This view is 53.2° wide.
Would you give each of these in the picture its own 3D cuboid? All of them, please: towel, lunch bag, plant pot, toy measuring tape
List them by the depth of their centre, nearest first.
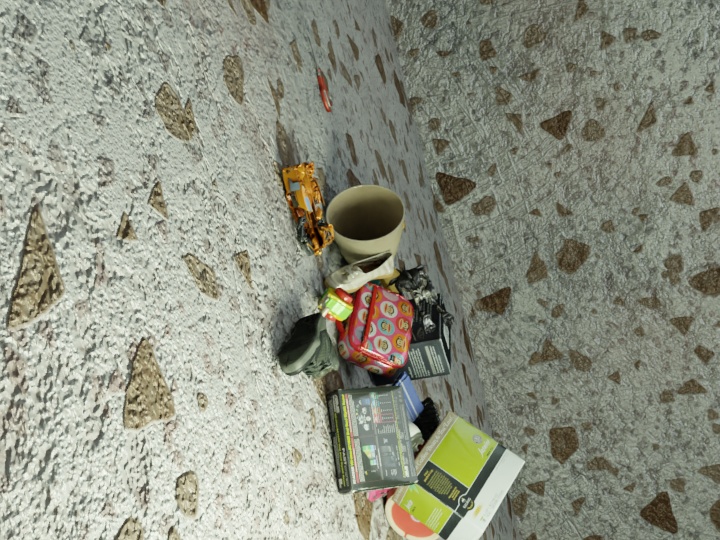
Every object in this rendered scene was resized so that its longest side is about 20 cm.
[{"bbox_3d":[-0.050,0.079,1.488,0.200,0.073,0.074,-91,165,-81],"label":"toy measuring tape"},{"bbox_3d":[0.055,0.329,1.563,0.200,0.024,0.145,-45,134,-20],"label":"towel"},{"bbox_3d":[0.026,0.128,1.633,0.176,0.082,0.200,25,48,-15],"label":"lunch bag"},{"bbox_3d":[0.151,0.522,1.682,0.177,0.200,0.201,-46,122,-61],"label":"plant pot"},{"bbox_3d":[0.020,-0.074,1.764,0.200,0.187,0.188,82,6,-49],"label":"plant pot"}]

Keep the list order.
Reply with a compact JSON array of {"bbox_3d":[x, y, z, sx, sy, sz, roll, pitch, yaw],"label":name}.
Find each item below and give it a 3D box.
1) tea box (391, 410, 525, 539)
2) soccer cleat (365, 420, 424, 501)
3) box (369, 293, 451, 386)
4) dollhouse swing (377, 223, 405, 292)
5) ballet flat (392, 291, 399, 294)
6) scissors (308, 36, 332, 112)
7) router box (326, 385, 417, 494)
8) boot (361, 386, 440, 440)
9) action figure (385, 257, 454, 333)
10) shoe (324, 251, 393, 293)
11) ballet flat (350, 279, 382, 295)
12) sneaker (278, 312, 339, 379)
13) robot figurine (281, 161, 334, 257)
[{"bbox_3d":[0.208,0.450,1.539,0.200,0.197,0.134,-44,160,-37],"label":"tea box"},{"bbox_3d":[0.059,0.398,1.533,0.086,0.200,0.070,42,20,32],"label":"soccer cleat"},{"bbox_3d":[0.122,0.174,1.819,0.197,0.199,0.118,-79,154,-57],"label":"box"},{"bbox_3d":[0.095,-0.055,1.958,0.176,0.182,0.200,39,16,3],"label":"dollhouse swing"},{"bbox_3d":[0.044,0.113,1.754,0.200,0.068,0.067,-49,159,-48],"label":"ballet flat"},{"bbox_3d":[-0.111,-0.529,1.944,0.073,0.014,0.200,-69,144,-62],"label":"scissors"},{"bbox_3d":[0.021,0.333,1.426,0.150,0.062,0.201,2,69,-28],"label":"router box"},{"bbox_3d":[0.097,0.329,1.665,0.080,0.157,0.211,-103,173,-54],"label":"boot"},{"bbox_3d":[0.140,0.065,1.750,0.200,0.119,0.102,58,-15,35],"label":"action figure"},{"bbox_3d":[0.000,0.000,1.639,0.200,0.070,0.053,-18,136,-40],"label":"shoe"},{"bbox_3d":[0.019,0.074,1.803,0.200,0.070,0.065,-35,127,-70],"label":"ballet flat"},{"bbox_3d":[-0.088,0.161,1.311,0.199,0.076,0.114,-70,138,-73],"label":"sneaker"},{"bbox_3d":[-0.108,-0.127,1.521,0.145,0.058,0.200,-47,122,-71],"label":"robot figurine"}]
